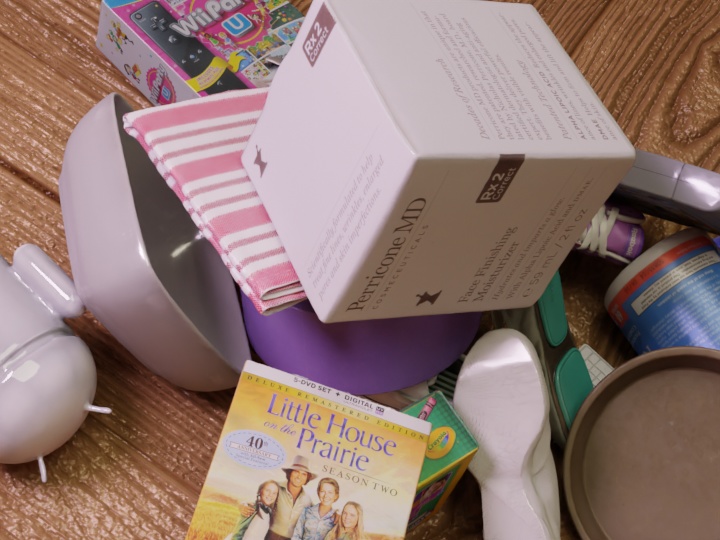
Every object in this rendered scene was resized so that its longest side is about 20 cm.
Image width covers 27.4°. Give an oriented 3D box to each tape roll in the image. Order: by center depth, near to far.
[{"bbox_3d":[0.000,0.000,1.192,0.197,0.086,0.201,-2,41,1],"label":"tape roll"}]

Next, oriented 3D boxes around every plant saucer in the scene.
[{"bbox_3d":[0.260,0.161,1.178,0.197,0.029,0.203,0,88,9],"label":"plant saucer"}]

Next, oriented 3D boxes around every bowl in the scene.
[{"bbox_3d":[-0.164,-0.009,1.141,0.074,0.200,0.202,-25,52,8],"label":"bowl"}]

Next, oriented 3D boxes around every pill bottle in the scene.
[{"bbox_3d":[0.305,0.073,1.253,0.111,0.113,0.201,-22,66,-26],"label":"pill bottle"}]

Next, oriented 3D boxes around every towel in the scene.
[{"bbox_3d":[-0.073,-0.057,1.103,0.145,0.030,0.201,-15,57,-42],"label":"towel"}]

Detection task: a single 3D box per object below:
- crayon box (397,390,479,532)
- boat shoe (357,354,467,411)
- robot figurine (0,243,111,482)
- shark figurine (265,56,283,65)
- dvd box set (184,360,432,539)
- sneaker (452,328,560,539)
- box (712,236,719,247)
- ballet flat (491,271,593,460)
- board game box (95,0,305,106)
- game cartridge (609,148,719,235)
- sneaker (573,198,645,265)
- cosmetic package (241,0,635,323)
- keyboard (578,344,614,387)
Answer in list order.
[{"bbox_3d":[-0.015,0.180,1.095,0.199,0.119,0.058,-27,68,-28],"label":"crayon box"},{"bbox_3d":[0.054,0.081,1.207,0.198,0.067,0.074,21,55,-1],"label":"boat shoe"},{"bbox_3d":[-0.276,0.063,1.102,0.200,0.113,0.170,42,98,14],"label":"robot figurine"},{"bbox_3d":[-0.030,-0.166,1.228,0.127,0.090,0.215,21,33,5],"label":"shark figurine"},{"bbox_3d":[-0.040,0.171,1.003,0.145,0.030,0.202,20,56,-2],"label":"dvd box set"},{"bbox_3d":[0.122,0.145,1.149,0.074,0.088,0.203,-6,90,22],"label":"sneaker"},{"bbox_3d":[0.384,0.043,1.338,0.118,0.042,0.201,-20,68,-25],"label":"box"},{"bbox_3d":[0.148,0.067,1.221,0.067,0.063,0.202,-35,113,-50],"label":"ballet flat"},{"bbox_3d":[-0.119,-0.191,1.336,0.200,0.065,0.147,43,57,14],"label":"board game box"},{"bbox_3d":[0.253,-0.071,1.265,0.132,0.042,0.199,16,4,-45],"label":"game cartridge"},{"bbox_3d":[0.180,-0.046,1.246,0.113,0.074,0.200,22,11,28],"label":"sneaker"},{"bbox_3d":[0.050,-0.081,1.053,0.198,0.166,0.166,-4,50,-34],"label":"cosmetic package"},{"bbox_3d":[0.249,0.144,1.254,0.200,0.011,0.056,44,58,13],"label":"keyboard"}]
